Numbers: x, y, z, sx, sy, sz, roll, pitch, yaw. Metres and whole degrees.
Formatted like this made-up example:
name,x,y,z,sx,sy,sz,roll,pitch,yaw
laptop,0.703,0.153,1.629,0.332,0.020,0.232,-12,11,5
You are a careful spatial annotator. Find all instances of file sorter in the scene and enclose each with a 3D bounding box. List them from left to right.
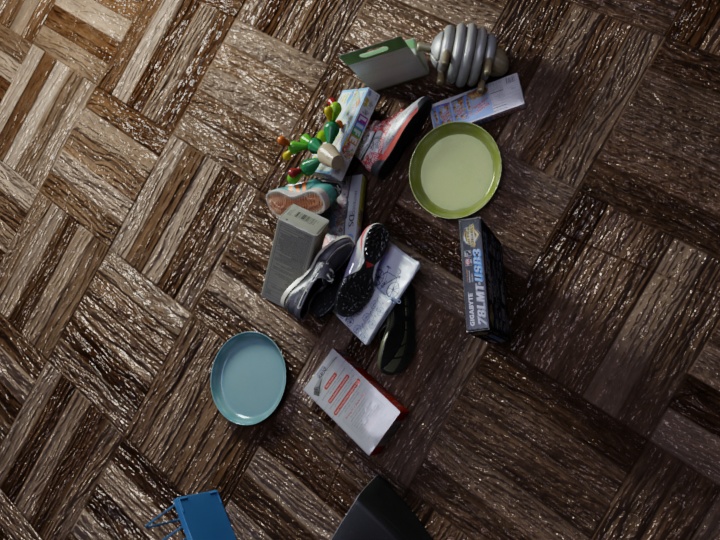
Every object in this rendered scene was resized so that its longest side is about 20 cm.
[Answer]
name,x,y,z,sx,sy,sz,roll,pitch,yaw
file sorter,-0.347,0.592,1.440,0.122,0.138,0.203,-35,68,15

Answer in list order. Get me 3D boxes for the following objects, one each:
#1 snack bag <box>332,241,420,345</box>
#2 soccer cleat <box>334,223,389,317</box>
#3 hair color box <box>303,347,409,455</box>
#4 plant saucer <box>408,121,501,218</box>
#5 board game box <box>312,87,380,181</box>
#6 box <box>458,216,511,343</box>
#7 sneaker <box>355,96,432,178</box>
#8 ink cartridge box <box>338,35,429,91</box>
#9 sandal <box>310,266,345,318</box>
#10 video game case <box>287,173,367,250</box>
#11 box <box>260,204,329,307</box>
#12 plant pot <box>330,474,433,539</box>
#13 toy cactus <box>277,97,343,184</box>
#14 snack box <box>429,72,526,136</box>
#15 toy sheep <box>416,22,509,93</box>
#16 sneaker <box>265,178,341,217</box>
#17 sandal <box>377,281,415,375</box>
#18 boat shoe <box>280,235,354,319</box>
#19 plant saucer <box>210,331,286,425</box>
name,x,y,z,sx,sy,sz,roll,pitch,yaw
snack bag,0.023,0.029,1.421,0.202,0.021,0.188,-55,40,5
soccer cleat,0.000,0.000,1.410,0.067,0.073,0.204,24,85,-14
hair color box,-0.010,0.266,1.402,0.199,0.064,0.112,40,97,24
plant saucer,0.198,-0.206,1.423,0.195,0.031,0.206,-3,82,22
board game box,-0.040,-0.300,1.509,0.134,0.034,0.204,22,87,61
box,0.232,0.024,1.273,0.048,0.198,0.206,-9,77,22
sneaker,0.061,-0.311,1.481,0.108,0.067,0.203,43,107,24
ink cartridge box,0.051,-0.451,1.450,0.142,0.199,0.049,-11,77,21
sandal,-0.060,0.019,1.467,0.073,0.045,0.203,-14,46,23
video game case,-0.086,-0.119,1.514,0.195,0.026,0.185,-4,66,24
box,-0.140,-0.023,1.448,0.093,0.078,0.203,24,123,7
plant pot,0.033,0.532,1.268,0.175,0.200,0.202,33,92,12
toy cactus,-0.088,-0.265,1.444,0.201,0.102,0.165,-49,42,1
snack box,0.244,-0.345,1.441,0.196,0.024,0.074,-16,74,19
toy sheep,0.212,-0.443,1.414,0.195,0.138,0.142,14,84,-3
sneaker,-0.123,-0.158,1.503,0.197,0.080,0.073,4,119,42
sandal,0.071,0.116,1.401,0.057,0.079,0.206,-21,52,50
boat shoe,-0.075,0.017,1.400,0.200,0.073,0.063,-46,53,-4
plant saucer,-0.246,0.240,1.530,0.195,0.027,0.206,-5,77,23
